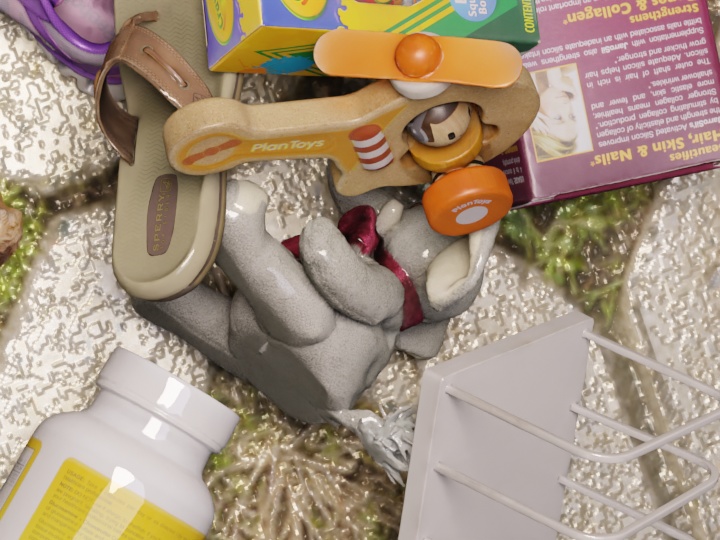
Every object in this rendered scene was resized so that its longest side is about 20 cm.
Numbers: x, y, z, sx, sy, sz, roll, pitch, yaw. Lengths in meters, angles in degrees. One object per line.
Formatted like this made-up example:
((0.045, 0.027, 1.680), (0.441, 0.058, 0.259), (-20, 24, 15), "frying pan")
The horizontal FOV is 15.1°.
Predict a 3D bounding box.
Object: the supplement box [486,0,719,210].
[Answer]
((0.123, -0.144, 1.561), (0.131, 0.103, 0.201), (-11, 91, -15), "supplement box")

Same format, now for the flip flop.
((-0.109, -0.083, 1.413), (0.058, 0.081, 0.201), (28, 59, -50), "flip flop")

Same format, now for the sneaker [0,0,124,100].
((-0.185, -0.172, 1.498), (0.200, 0.088, 0.081), (34, 83, -9), "sneaker")

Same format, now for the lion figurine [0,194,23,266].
((-0.265, -0.013, 1.439), (0.122, 0.200, 0.073), (13, 108, 12), "lion figurine")

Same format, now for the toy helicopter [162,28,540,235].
((-0.001, -0.077, 1.370), (0.200, 0.132, 0.079), (-6, 63, -22), "toy helicopter")

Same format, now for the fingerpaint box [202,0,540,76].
((-0.003, -0.206, 1.430), (0.166, 0.073, 0.201), (1, 74, -27), "fingerpaint box")

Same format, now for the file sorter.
((0.110, 0.148, 1.479), (0.139, 0.124, 0.200), (-19, 124, -48), "file sorter")

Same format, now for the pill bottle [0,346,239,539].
((-0.149, 0.148, 1.487), (0.112, 0.112, 0.200), (31, 83, -11), "pill bottle")

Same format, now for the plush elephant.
((0.000, 0.000, 1.505), (0.200, 0.165, 0.155), (41, 62, 1), "plush elephant")
